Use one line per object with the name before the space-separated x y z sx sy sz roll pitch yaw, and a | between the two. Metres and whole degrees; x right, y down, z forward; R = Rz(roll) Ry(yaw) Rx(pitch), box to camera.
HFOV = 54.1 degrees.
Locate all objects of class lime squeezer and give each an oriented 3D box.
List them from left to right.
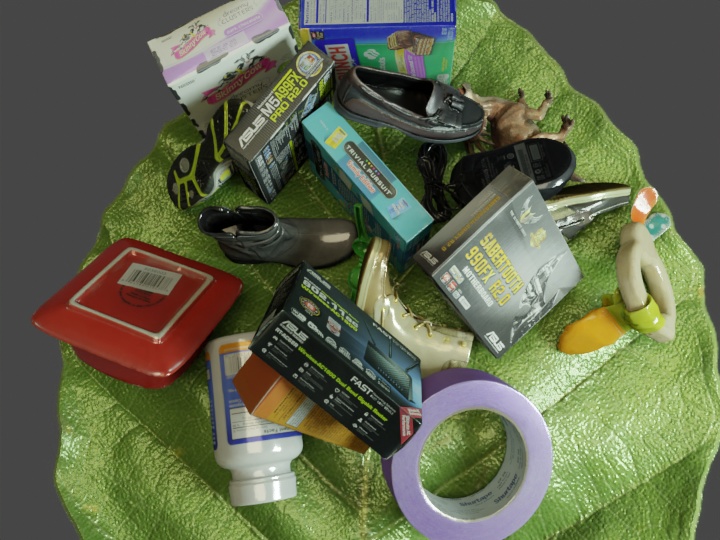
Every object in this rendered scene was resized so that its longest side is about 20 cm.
lime squeezer | 0.000 0.000 0.933 0.037 0.071 0.202 10 115 3

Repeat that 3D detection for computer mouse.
computer mouse | 0.174 -0.116 0.904 0.198 0.053 0.140 -8 54 11

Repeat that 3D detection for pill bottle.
pill bottle | -0.131 0.184 0.884 0.111 0.112 0.202 -8 78 1

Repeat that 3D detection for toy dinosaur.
toy dinosaur | 0.207 -0.173 0.956 0.135 0.086 0.201 -35 83 -5

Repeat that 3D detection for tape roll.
tape roll | 0.126 0.223 0.849 0.198 0.066 0.203 -1 95 -10

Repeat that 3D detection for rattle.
rattle | 0.339 0.004 0.937 0.129 0.143 0.202 14 60 -26

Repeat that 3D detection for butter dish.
butter dish | -0.274 0.078 0.904 0.198 0.149 0.200 18 40 12

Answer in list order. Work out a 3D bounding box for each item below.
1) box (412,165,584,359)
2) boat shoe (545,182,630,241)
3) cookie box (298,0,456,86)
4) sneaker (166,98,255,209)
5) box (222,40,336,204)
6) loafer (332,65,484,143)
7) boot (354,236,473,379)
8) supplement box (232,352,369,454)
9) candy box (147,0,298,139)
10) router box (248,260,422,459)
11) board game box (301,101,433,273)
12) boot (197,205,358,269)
box | 0.174 -0.003 0.863 0.158 0.200 0.048 -42 42 -1
boat shoe | 0.265 -0.071 0.942 0.199 0.072 0.067 -13 104 -9
cookie box | 0.025 -0.308 0.949 0.198 0.171 0.076 0 75 4
sneaker | -0.188 -0.148 0.956 0.199 0.076 0.076 -36 75 31
box | -0.096 -0.181 0.912 0.044 0.200 0.161 37 83 5
loafer | 0.068 -0.206 0.865 0.198 0.063 0.073 6 65 -16
boot | 0.067 0.062 0.890 0.154 0.073 0.202 7 107 3
supplement box | -0.051 0.154 0.832 0.069 0.199 0.067 -53 42 8
candy box | -0.161 -0.257 0.932 0.167 0.200 0.072 -27 74 -2
router box | -0.019 0.095 0.794 0.200 0.150 0.062 41 107 -11
board game box | 0.008 -0.102 0.915 0.047 0.151 0.200 -38 79 -9
boot | -0.101 -0.046 0.919 0.198 0.132 0.071 -7 76 2
